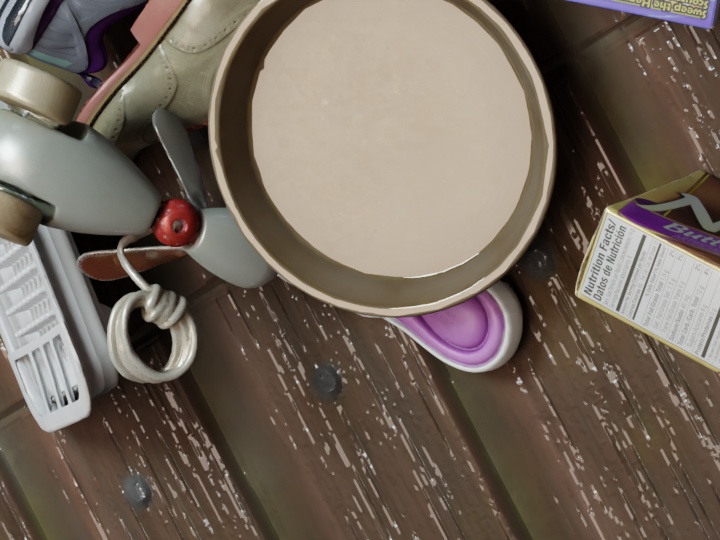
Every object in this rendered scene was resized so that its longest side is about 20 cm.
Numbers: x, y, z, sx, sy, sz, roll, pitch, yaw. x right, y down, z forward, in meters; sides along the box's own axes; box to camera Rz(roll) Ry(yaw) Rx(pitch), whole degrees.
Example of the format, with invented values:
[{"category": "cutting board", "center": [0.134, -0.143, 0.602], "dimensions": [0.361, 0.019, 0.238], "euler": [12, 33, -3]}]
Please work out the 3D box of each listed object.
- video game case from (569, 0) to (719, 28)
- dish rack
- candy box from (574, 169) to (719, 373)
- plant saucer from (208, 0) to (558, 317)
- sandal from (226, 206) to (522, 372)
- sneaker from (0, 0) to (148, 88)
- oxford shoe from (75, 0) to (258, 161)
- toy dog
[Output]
[{"category": "video game case", "center": [0.104, -0.234, 1.504], "dimensions": [0.199, 0.045, 0.182], "euler": [12, 108, 10]}, {"category": "dish rack", "center": [-0.195, -0.008, 1.747], "dimensions": [0.201, 0.043, 0.172], "euler": [68, 162, 1]}, {"category": "candy box", "center": [0.223, 0.022, 1.483], "dimensions": [0.199, 0.116, 0.057], "euler": [30, 116, 24]}, {"category": "plant saucer", "center": [0.014, -0.074, 1.593], "dimensions": [0.199, 0.029, 0.201], "euler": [5, 108, 17]}, {"category": "sandal", "center": [0.002, -0.007, 1.655], "dimensions": [0.202, 0.050, 0.083], "euler": [26, 114, 25]}, {"category": "sneaker", "center": [-0.137, -0.205, 1.698], "dimensions": [0.201, 0.087, 0.074], "euler": [-56, 35, 10]}, {"category": "oxford shoe", "center": [-0.114, -0.096, 1.697], "dimensions": [0.075, 0.071, 0.200], "euler": [35, 128, 0]}, {"category": "toy dog", "center": [-0.147, -0.042, 1.641], "dimensions": [0.200, 0.132, 0.096], "euler": [46, 170, -24]}]
